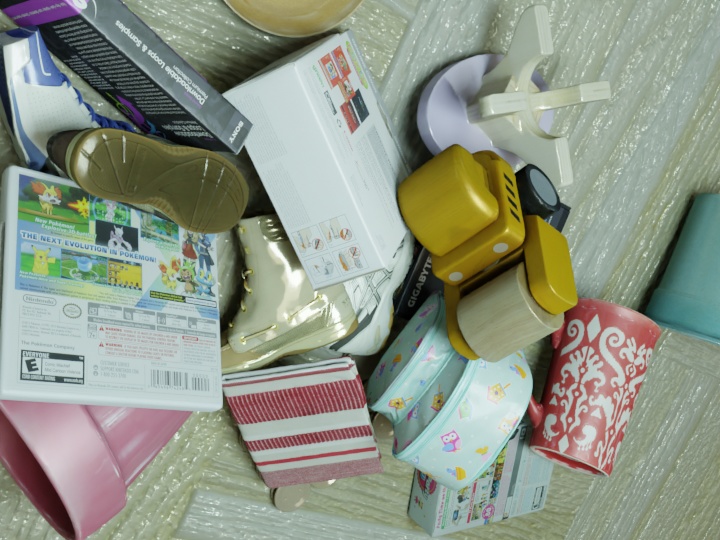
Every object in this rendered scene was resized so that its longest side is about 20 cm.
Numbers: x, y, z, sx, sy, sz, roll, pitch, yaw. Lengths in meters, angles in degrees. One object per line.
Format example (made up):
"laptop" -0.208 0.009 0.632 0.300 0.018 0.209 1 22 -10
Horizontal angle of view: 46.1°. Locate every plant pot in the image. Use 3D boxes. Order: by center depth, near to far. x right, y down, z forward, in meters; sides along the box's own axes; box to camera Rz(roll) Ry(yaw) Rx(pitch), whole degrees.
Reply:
"plant pot" -0.243 0.112 0.776 0.178 0.198 0.202 -36 125 -33
"plant pot" -0.064 -0.325 0.797 0.197 0.027 0.203 -12 114 -28
"plant pot" 0.518 0.006 1.189 0.198 0.199 0.199 16 93 -34

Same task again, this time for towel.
"towel" -0.059 0.167 0.915 0.142 0.023 0.202 -9 134 5

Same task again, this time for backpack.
"backpack" 0.097 0.130 0.925 0.152 0.200 0.177 34 105 -15

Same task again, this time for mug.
"mug" 0.283 0.151 1.116 0.133 0.175 0.203 44 63 -57

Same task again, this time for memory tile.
"memory tile" -0.042 0.189 1.022 0.199 0.017 0.155 -34 123 -16

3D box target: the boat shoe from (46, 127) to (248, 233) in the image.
"boat shoe" -0.174 -0.084 0.722 0.199 0.064 0.074 22 94 -57

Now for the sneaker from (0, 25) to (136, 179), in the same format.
"sneaker" -0.245 -0.121 0.746 0.114 0.080 0.202 -23 126 -25

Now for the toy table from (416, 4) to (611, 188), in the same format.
"toy table" 0.170 -0.180 0.917 0.199 0.116 0.186 -28 105 -32

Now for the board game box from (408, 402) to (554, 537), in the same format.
"board game box" 0.172 0.267 1.153 0.197 0.064 0.150 -2 109 -32

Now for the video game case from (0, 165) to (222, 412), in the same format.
"video game case" -0.204 0.021 0.711 0.198 0.022 0.185 13 64 -43

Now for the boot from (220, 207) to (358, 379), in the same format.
"boot" -0.115 0.020 0.876 0.197 0.073 0.158 -18 105 0

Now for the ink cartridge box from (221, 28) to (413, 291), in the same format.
"ink cartridge box" -0.026 -0.114 0.823 0.083 0.176 0.202 -17 109 25

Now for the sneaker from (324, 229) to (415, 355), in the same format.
"sneaker" 0.000 0.000 0.936 0.086 0.076 0.203 5 104 -27

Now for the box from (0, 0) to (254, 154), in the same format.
"box" -0.197 -0.172 0.707 0.200 0.142 0.036 43 72 -36

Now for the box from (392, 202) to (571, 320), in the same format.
"box" 0.143 -0.019 1.032 0.197 0.050 0.202 19 98 -36

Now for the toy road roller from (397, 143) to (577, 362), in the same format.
"toy road roller" 0.112 -0.028 0.819 0.145 0.202 0.122 28 133 -33
